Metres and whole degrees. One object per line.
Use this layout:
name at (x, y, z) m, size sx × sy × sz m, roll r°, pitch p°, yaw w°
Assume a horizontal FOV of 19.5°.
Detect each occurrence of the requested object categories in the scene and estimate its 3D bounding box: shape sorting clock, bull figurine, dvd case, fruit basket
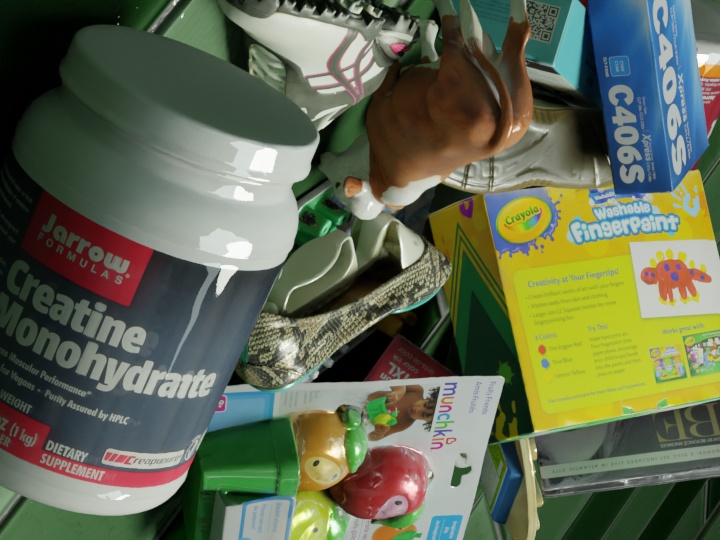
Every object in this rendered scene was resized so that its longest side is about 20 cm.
shape sorting clock at (0.103, 0.106, 1.562) m, size 0.039 × 0.200 × 0.200 m, roll -16°, pitch 149°, yaw -7°
bull figurine at (0.041, -0.100, 1.243) m, size 0.065 × 0.200 × 0.122 m, roll 3°, pitch 81°, yaw -30°
dvd case at (0.195, 0.077, 1.574) m, size 0.016 × 0.148 × 0.200 m, roll 84°, pitch -1°, yaw -49°
fruit basket at (-0.016, 0.138, 1.366) m, size 0.186 × 0.199 × 0.094 m, roll 101°, pitch -12°, yaw -45°

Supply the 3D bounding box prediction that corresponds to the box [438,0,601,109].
box at (0.123, -0.149, 1.421) m, size 0.200 × 0.082 × 0.049 m, roll 21°, pitch 86°, yaw -70°

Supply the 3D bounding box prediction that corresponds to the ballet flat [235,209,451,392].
ballet flat at (-0.006, 0.005, 1.309) m, size 0.200 × 0.068 × 0.075 m, roll -32°, pitch 132°, yaw -43°

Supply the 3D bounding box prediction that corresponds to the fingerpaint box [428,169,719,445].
fingerpaint box at (0.160, 0.024, 1.469) m, size 0.200 × 0.167 × 0.073 m, roll -8°, pitch 173°, yaw -34°

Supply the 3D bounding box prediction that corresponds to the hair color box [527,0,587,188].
hair color box at (0.167, -0.096, 1.582) m, size 0.061 × 0.101 × 0.200 m, roll -38°, pitch 151°, yaw -53°

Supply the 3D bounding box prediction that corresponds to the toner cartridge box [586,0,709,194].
toner cartridge box at (0.186, -0.159, 1.380) m, size 0.095 × 0.043 × 0.201 m, roll -46°, pitch 130°, yaw -57°

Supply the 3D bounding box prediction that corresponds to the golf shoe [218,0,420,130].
golf shoe at (-0.029, -0.118, 1.123) m, size 0.088 × 0.077 × 0.200 m, roll -56°, pitch 161°, yaw 10°

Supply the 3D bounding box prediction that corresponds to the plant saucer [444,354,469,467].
plant saucer at (0.117, 0.071, 1.782) m, size 0.200 × 0.050 × 0.200 m, roll -49°, pitch 158°, yaw -27°

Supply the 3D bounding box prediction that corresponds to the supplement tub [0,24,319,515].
supplement tub at (-0.114, 0.001, 0.992) m, size 0.140 × 0.140 × 0.200 m, roll -14°, pitch 132°, yaw -63°

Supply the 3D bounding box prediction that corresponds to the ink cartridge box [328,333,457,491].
ink cartridge box at (-0.004, 0.159, 1.525) m, size 0.200 × 0.083 × 0.146 m, roll -53°, pitch 177°, yaw -13°

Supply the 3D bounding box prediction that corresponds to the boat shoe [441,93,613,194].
boat shoe at (0.089, -0.089, 1.399) m, size 0.200 × 0.066 × 0.072 m, roll 3°, pitch 98°, yaw -33°

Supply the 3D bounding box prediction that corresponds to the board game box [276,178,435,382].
board game box at (0.000, 0.000, 1.435) m, size 0.200 × 0.026 × 0.200 m, roll -37°, pitch 152°, yaw -46°

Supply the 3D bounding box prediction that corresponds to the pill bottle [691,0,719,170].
pill bottle at (0.220, -0.118, 1.661) m, size 0.113 × 0.113 × 0.200 m, roll -31°, pitch 147°, yaw -52°
